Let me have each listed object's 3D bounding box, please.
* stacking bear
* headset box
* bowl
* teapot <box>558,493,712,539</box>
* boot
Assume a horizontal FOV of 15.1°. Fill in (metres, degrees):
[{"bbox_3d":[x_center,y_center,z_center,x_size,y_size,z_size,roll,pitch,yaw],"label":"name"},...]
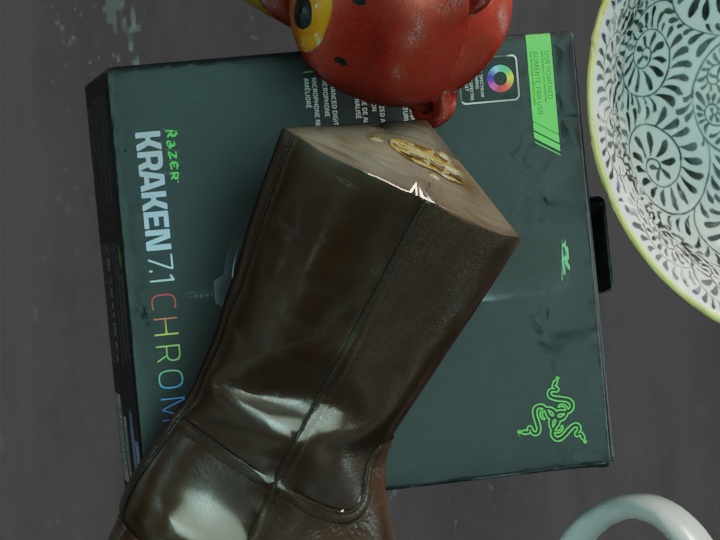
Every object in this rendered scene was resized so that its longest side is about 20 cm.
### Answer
[{"bbox_3d":[-0.018,-0.139,1.019,0.113,0.200,0.122,-6,134,-38],"label":"stacking bear"},{"bbox_3d":[0.000,0.000,1.079,0.199,0.093,0.175,-5,91,-11],"label":"headset box"},{"bbox_3d":[0.177,-0.068,1.113,0.200,0.094,0.202,0,89,-10],"label":"bowl"},{"bbox_3d":[0.120,0.225,1.079,0.200,0.146,0.198,-54,125,-28],"label":"teapot"},{"bbox_3d":[0.021,0.055,0.996,0.186,0.064,0.200,22,102,-19],"label":"boot"}]
